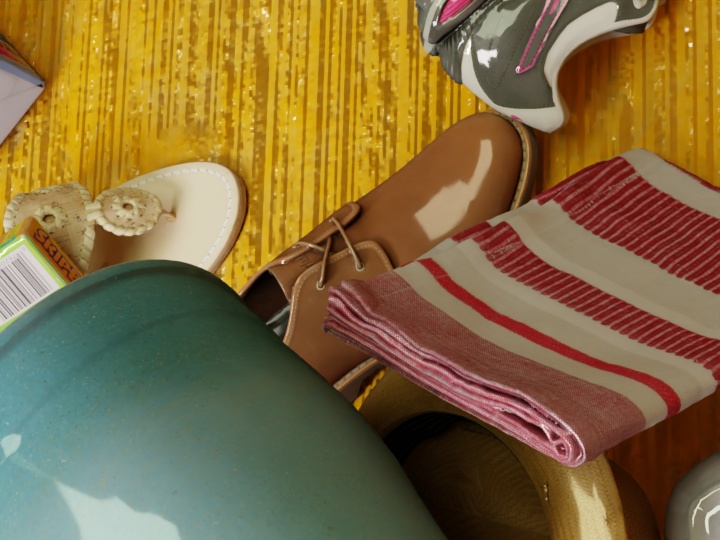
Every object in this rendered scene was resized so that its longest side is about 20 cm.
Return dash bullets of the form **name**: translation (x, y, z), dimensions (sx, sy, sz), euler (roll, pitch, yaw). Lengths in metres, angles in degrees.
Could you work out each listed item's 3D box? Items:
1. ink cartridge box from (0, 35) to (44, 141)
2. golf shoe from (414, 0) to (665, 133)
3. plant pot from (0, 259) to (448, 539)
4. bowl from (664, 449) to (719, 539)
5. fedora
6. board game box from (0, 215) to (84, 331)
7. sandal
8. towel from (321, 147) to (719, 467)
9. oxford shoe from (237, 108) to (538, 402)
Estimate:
- **ink cartridge box**: translation (-0.277, -0.111, 1.520), dimensions (0.137, 0.076, 0.200), euler (-51, 51, 9)
- **golf shoe**: translation (0.115, -0.154, 1.285), dimensions (0.088, 0.077, 0.200), euler (43, 96, 9)
- **plant pot**: translation (-0.053, 0.126, 1.126), dimensions (0.188, 0.200, 0.200), euler (33, 93, 35)
- **bowl**: translation (0.208, 0.131, 1.102), dimensions (0.199, 0.075, 0.200), euler (-24, 59, 25)
- **fedora**: translation (0.063, 0.120, 1.185), dimensions (0.200, 0.082, 0.201), euler (-10, 78, 53)
- **board game box**: translation (-0.207, 0.062, 1.408), dimensions (0.200, 0.096, 0.030), euler (-33, 19, 20)
- **sandal**: translation (-0.160, -0.004, 1.410), dimensions (0.211, 0.070, 0.078), euler (-21, 62, 27)
- **towel**: translation (0.102, 0.008, 1.160), dimensions (0.144, 0.200, 0.023), euler (28, 129, 38)
- **oxford shoe**: translation (0.000, 0.000, 1.297), dimensions (0.200, 0.071, 0.071), euler (-46, 52, 10)
